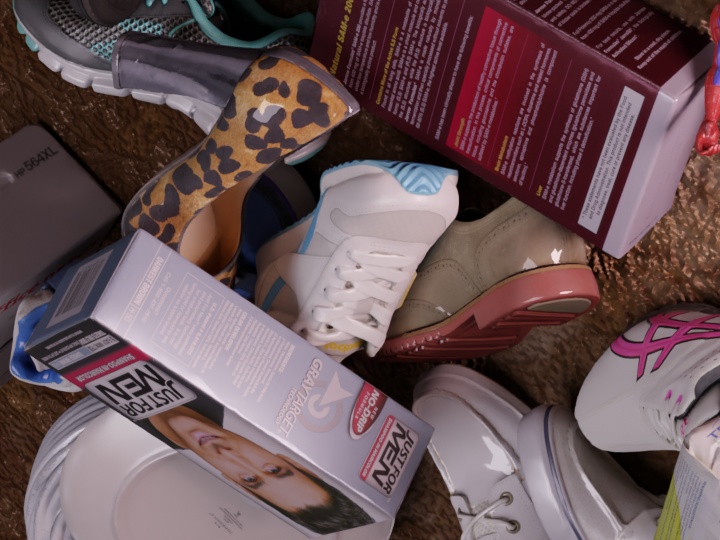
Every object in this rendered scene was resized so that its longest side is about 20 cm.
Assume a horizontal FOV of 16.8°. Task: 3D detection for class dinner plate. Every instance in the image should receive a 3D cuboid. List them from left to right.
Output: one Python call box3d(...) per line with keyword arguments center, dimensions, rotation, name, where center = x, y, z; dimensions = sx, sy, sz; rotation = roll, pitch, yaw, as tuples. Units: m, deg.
box3d(center=(-0.079, 0.143, 1.439), dimensions=(0.200, 0.024, 0.200), rotation=(0, 130, 0), name="dinner plate")

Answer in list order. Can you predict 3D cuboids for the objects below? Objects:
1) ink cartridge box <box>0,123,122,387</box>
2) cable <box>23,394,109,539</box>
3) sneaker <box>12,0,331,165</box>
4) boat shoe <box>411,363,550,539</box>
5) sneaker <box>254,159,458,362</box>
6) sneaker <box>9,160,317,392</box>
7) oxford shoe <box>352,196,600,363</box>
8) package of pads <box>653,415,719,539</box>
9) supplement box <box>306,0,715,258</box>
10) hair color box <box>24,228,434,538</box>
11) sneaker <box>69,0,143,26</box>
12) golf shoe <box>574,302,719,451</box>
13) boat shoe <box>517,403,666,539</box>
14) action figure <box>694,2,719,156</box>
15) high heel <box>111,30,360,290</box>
box3d(center=(-0.253, 0.020, 1.531), dimensions=(0.084, 0.146, 0.200), rotation=(45, 138, 6), name="ink cartridge box")
box3d(center=(-0.107, 0.150, 1.507), dimensions=(0.200, 0.069, 0.200), rotation=(4, 131, -1), name="cable")
box3d(center=(-0.100, -0.137, 1.351), dimensions=(0.200, 0.078, 0.091), rotation=(23, 129, 14), name="sneaker")
box3d(center=(0.090, 0.144, 1.386), dimensions=(0.200, 0.069, 0.071), rotation=(52, 138, -6), name="boat shoe")
box3d(center=(0.000, 0.000, 1.309), dimensions=(0.200, 0.076, 0.081), rotation=(133, 140, -60), name="sneaker")
box3d(center=(-0.125, 0.014, 1.418), dimensions=(0.200, 0.146, 0.081), rotation=(-26, 101, 48), name="sneaker")
box3d(center=(0.060, 0.005, 1.335), dimensions=(0.200, 0.070, 0.075), rotation=(-24, 71, 52), name="oxford shoe")
box3d(center=(0.227, 0.113, 1.156), dimensions=(0.068, 0.200, 0.155), rotation=(44, 141, 35), name="package of pads")
box3d(center=(0.074, -0.105, 1.229), dimensions=(0.200, 0.061, 0.109), rotation=(32, 134, 17), name="supplement box")
box3d(center=(-0.071, 0.065, 1.316), dimensions=(0.200, 0.061, 0.099), rotation=(34, 154, -18), name="hair color box")
box3d(center=(-0.086, -0.208, 1.260), dimensions=(0.104, 0.060, 0.200), rotation=(29, 110, 34), name="sneaker")
box3d(center=(0.173, 0.059, 1.243), dimensions=(0.200, 0.092, 0.073), rotation=(-25, 102, 48), name="golf shoe")
box3d(center=(0.160, 0.152, 1.344), dimensions=(0.070, 0.071, 0.200), rotation=(-24, 103, 31), name="boat shoe")
box3d(center=(0.200, -0.061, 1.133), dimensions=(0.065, 0.099, 0.200), rotation=(-24, 100, 45), name="action figure")
box3d(center=(-0.055, -0.030, 1.298), dimensions=(0.142, 0.071, 0.200), rotation=(12, 128, 29), name="high heel")
